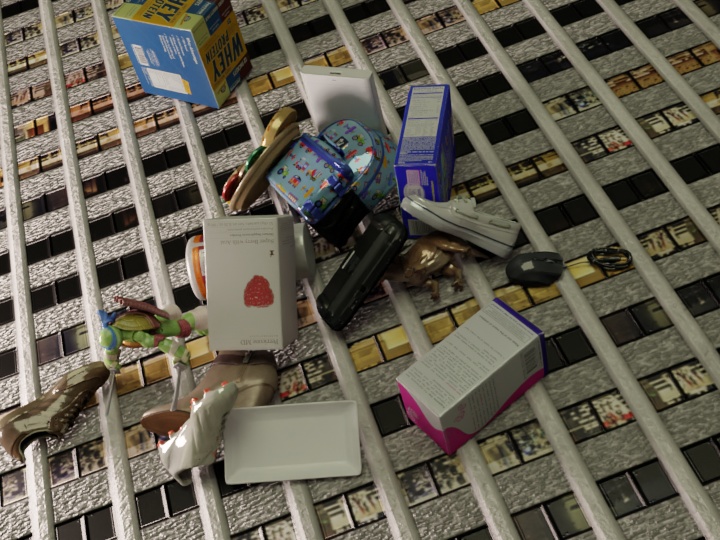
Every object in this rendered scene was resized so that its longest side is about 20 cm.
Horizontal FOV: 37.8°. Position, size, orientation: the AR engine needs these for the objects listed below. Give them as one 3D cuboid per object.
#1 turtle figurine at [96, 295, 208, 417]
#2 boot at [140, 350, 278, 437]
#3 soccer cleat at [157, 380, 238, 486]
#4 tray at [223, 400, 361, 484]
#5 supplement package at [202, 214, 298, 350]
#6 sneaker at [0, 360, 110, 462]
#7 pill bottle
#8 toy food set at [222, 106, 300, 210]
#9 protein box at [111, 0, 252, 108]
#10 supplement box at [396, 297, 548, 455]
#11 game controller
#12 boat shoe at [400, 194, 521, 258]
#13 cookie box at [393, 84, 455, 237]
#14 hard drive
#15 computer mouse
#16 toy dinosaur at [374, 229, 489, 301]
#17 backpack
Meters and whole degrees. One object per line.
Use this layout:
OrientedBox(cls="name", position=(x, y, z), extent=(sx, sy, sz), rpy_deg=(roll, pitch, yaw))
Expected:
OrientedBox(cls="turtle figurine", position=(-0.325, 0.132, 1.650), extent=(0.201, 0.144, 0.194), rpy_deg=(56, 35, 5))
OrientedBox(cls="boot", position=(-0.224, 0.183, 1.613), extent=(0.198, 0.071, 0.147), rpy_deg=(2, 48, 10))
OrientedBox(cls="soccer cleat", position=(-0.221, 0.232, 1.504), extent=(0.069, 0.200, 0.078), rpy_deg=(-16, 64, -50))
OrientedBox(cls="tray", position=(-0.099, 0.248, 1.518), extent=(0.198, 0.022, 0.108), rpy_deg=(-5, 79, 5))
OrientedBox(cls="supplement package", position=(-0.168, 0.017, 1.632), extent=(0.120, 0.202, 0.120), rpy_deg=(-2, 5, 8))
OrientedBox(cls="sneaker", position=(-0.470, 0.224, 1.653), extent=(0.199, 0.071, 0.076), rpy_deg=(-34, 69, -13))
OrientedBox(cls="pill bottle", position=(-0.181, -0.018, 1.748), extent=(0.198, 0.110, 0.110), rpy_deg=(-9, 47, 7))
OrientedBox(cls="toy food set", position=(-0.175, -0.186, 1.850), extent=(0.049, 0.200, 0.198), rpy_deg=(38, 72, 1))
OrientedBox(cls="protein box", position=(-0.356, -0.460, 2.127), extent=(0.199, 0.199, 0.135), rpy_deg=(15, 55, 26))
OrientedBox(cls="supplement box", position=(0.163, 0.151, 1.511), extent=(0.200, 0.102, 0.103), rpy_deg=(-37, 50, -19))
OrientedBox(cls="game controller", position=(0.000, 0.000, 1.670), extent=(0.201, 0.042, 0.104), rpy_deg=(-54, 23, 6))
OrientedBox(cls="boat shoe", position=(0.163, -0.089, 1.688), extent=(0.199, 0.067, 0.074), rpy_deg=(23, 11, -15))
OrientedBox(cls="cookie box", position=(0.112, -0.185, 1.777), extent=(0.074, 0.172, 0.201), rpy_deg=(2, 49, 12))
OrientedBox(cls="hard drive", position=(-0.022, -0.274, 1.871), extent=(0.131, 0.201, 0.026), rpy_deg=(9, 52, 22))
OrientedBox(cls="computer mouse", position=(0.327, -0.014, 1.659), extent=(0.198, 0.034, 0.059), rpy_deg=(-9, 47, 6))
OrientedBox(cls="toy dinosaur", position=(0.103, -0.025, 1.701), extent=(0.199, 0.086, 0.136), rpy_deg=(-22, 40, -13))
OrientedBox(cls="backpack", position=(-0.036, -0.170, 1.794), extent=(0.200, 0.134, 0.183), rpy_deg=(-45, 49, 4))
